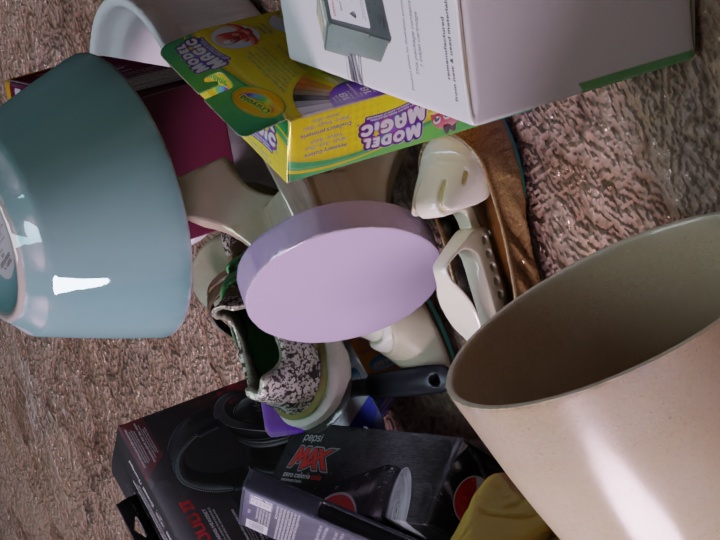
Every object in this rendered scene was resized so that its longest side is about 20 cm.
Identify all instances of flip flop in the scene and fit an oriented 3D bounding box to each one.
[{"bbox_3d":[-0.083,0.027,1.435,0.200,0.057,0.081,30,135,53],"label":"flip flop"}]

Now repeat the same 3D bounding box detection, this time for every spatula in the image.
[{"bbox_3d":[-0.008,0.085,1.346,0.200,0.021,0.057,-11,88,41],"label":"spatula"}]

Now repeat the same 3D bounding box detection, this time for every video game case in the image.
[{"bbox_3d":[0.009,0.198,1.318,0.199,0.019,0.143,22,162,2],"label":"video game case"}]

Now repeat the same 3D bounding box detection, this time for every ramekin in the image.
[{"bbox_3d":[-0.127,-0.126,1.465,0.200,0.097,0.201,42,141,46],"label":"ramekin"}]

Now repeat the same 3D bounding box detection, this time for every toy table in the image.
[{"bbox_3d":[-0.029,-0.038,1.215,0.200,0.183,0.117,80,170,-70],"label":"toy table"}]

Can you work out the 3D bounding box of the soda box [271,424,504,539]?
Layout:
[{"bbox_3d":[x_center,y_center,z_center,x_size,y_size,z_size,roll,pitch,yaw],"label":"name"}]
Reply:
[{"bbox_3d":[0.018,0.155,1.331,0.063,0.071,0.200,36,159,-30],"label":"soda box"}]

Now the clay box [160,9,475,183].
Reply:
[{"bbox_3d":[-0.008,-0.115,1.111,0.115,0.199,0.048,46,145,43],"label":"clay box"}]

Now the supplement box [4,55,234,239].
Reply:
[{"bbox_3d":[-0.175,-0.089,1.368,0.200,0.085,0.111,17,121,56],"label":"supplement box"}]

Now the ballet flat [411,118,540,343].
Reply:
[{"bbox_3d":[0.068,-0.021,1.164,0.068,0.072,0.201,-4,103,44],"label":"ballet flat"}]

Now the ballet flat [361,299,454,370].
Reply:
[{"bbox_3d":[0.000,0.000,1.331,0.201,0.069,0.069,66,154,11],"label":"ballet flat"}]

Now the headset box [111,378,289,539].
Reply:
[{"bbox_3d":[-0.092,0.171,1.475,0.149,0.199,0.077,58,152,28],"label":"headset box"}]

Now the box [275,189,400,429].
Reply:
[{"bbox_3d":[-0.025,0.045,1.445,0.200,0.041,0.119,60,153,17],"label":"box"}]

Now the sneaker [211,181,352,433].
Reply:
[{"bbox_3d":[-0.070,0.016,1.332,0.077,0.088,0.200,-36,60,26],"label":"sneaker"}]

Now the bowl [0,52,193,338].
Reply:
[{"bbox_3d":[-0.205,-0.036,1.255,0.201,0.105,0.201,39,139,45],"label":"bowl"}]

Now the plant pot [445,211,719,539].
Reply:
[{"bbox_3d":[0.170,0.102,0.957,0.187,0.187,0.200,4,125,63],"label":"plant pot"}]

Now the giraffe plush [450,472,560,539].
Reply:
[{"bbox_3d":[0.079,0.253,1.185,0.173,0.200,0.162,53,150,31],"label":"giraffe plush"}]

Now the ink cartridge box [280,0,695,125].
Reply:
[{"bbox_3d":[0.061,-0.152,1.011,0.200,0.146,0.084,28,132,57],"label":"ink cartridge box"}]
